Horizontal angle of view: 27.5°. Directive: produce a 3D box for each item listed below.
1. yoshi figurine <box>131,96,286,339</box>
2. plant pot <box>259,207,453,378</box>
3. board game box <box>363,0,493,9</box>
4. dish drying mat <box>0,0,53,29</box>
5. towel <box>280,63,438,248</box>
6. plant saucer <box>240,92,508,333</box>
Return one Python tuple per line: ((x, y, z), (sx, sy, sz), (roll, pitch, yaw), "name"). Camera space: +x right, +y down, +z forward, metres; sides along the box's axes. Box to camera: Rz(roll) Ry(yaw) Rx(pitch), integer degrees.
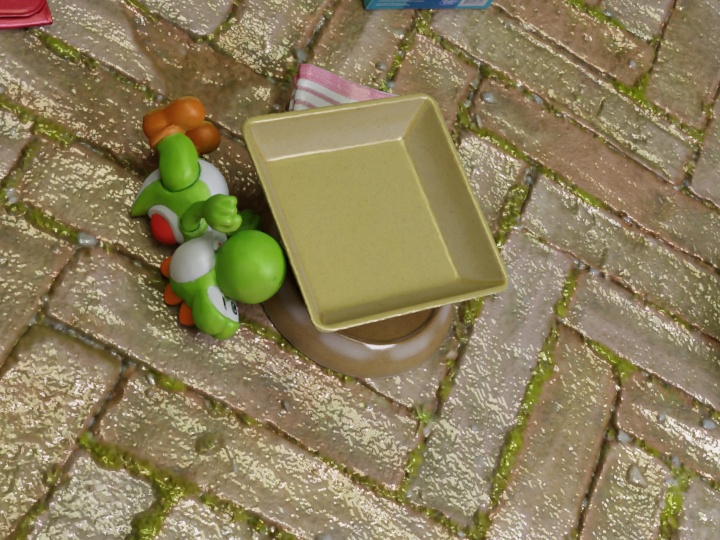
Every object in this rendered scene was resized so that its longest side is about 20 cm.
((-0.116, -0.045, 1.239), (0.112, 0.112, 0.201), (-1, 67, -35), "yoshi figurine")
((0.000, 0.000, 1.320), (0.199, 0.027, 0.201), (12, 59, -21), "plant pot")
((0.049, -0.369, 1.539), (0.150, 0.047, 0.201), (-6, 66, -30), "board game box")
((-0.370, -0.240, 1.272), (0.199, 0.018, 0.077), (-10, 67, -31), "dish drying mat")
((0.002, -0.088, 1.336), (0.146, 0.030, 0.201), (14, 58, -19), "towel")
((0.006, -0.047, 1.274), (0.199, 0.048, 0.201), (-12, 72, -30), "plant saucer")
